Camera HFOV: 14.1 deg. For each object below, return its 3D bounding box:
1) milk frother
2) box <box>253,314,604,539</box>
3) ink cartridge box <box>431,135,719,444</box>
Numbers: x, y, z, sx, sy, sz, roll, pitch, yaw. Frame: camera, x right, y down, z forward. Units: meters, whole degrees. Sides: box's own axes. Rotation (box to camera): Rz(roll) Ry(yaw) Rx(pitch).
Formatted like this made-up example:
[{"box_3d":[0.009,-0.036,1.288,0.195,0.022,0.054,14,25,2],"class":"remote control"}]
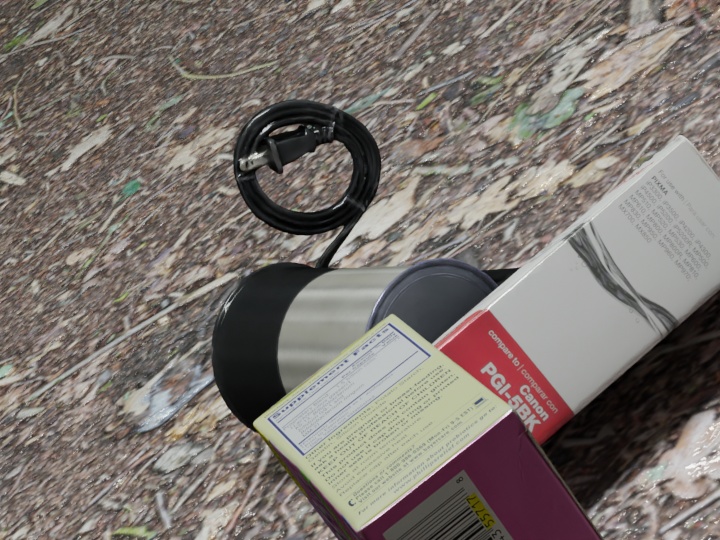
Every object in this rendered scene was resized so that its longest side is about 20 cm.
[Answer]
[{"box_3d":[0.000,0.000,1.834,0.180,0.200,0.188,-42,21,-27],"class":"milk frother"},{"box_3d":[0.054,0.138,1.469,0.097,0.176,0.200,-37,20,-5],"class":"box"},{"box_3d":[0.125,0.026,1.679,0.200,0.083,0.147,-40,-1,-10],"class":"ink cartridge box"}]
